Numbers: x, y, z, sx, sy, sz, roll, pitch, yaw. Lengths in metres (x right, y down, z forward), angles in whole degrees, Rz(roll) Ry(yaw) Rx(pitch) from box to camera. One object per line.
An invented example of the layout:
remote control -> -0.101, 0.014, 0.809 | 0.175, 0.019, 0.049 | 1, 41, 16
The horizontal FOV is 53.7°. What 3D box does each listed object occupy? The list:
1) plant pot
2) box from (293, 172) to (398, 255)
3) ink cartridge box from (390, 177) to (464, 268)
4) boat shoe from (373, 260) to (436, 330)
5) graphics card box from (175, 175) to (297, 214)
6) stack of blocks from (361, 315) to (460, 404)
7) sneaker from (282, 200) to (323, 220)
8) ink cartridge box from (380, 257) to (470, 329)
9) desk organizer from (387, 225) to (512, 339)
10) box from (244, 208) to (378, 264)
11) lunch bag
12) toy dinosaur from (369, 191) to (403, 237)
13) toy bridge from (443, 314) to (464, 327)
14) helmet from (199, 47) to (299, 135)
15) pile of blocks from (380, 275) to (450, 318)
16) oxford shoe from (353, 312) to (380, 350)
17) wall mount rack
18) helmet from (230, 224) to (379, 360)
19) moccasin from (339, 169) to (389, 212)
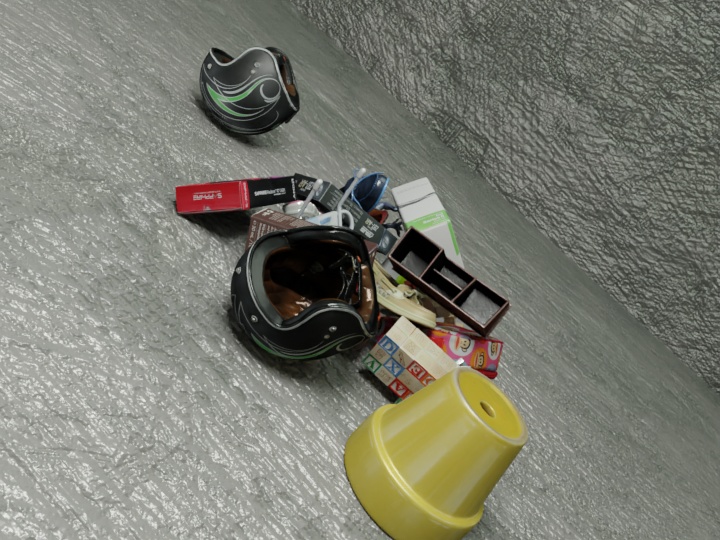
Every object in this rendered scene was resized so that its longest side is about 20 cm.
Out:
plant pot -> 0.111, 0.237, 0.946 | 0.201, 0.189, 0.201 | 34, 23, -17
box -> -0.040, -0.115, 1.435 | 0.200, 0.044, 0.160 | 37, -6, -34
ink cartridge box -> 0.134, -0.074, 1.408 | 0.200, 0.084, 0.146 | -104, 174, -57
boat shoe -> 0.054, 0.033, 1.173 | 0.200, 0.063, 0.073 | 32, -2, 37
graphics card box -> -0.205, -0.130, 1.209 | 0.200, 0.125, 0.051 | -22, 108, -66
stack of blocks -> 0.100, 0.181, 1.117 | 0.200, 0.115, 0.059 | 42, 43, 4
sneaker -> -0.093, -0.065, 1.342 | 0.200, 0.074, 0.088 | 36, 50, -70
ink cartridge box -> 0.146, 0.052, 1.497 | 0.200, 0.084, 0.145 | 21, 30, -40
desk organizer -> 0.142, 0.017, 1.149 | 0.200, 0.072, 0.077 | 37, -5, 18
box -> -0.083, -0.019, 1.135 | 0.200, 0.100, 0.075 | 18, 20, 10
lunch bag -> 0.126, 0.127, 1.211 | 0.200, 0.082, 0.176 | 11, -3, 40
toy dinosaur -> 0.015, -0.136, 1.566 | 0.181, 0.105, 0.200 | 10, -5, 25
toy bridge -> 0.183, 0.132, 1.362 | 0.200, 0.027, 0.067 | 64, 33, -52
helmet -> -0.245, -0.392, 1.530 | 0.200, 0.190, 0.201 | -15, 90, -80
pile of blocks -> 0.097, 0.037, 1.322 | 0.200, 0.082, 0.062 | 10, -54, 52
oxford shoe -> -0.037, 0.066, 1.206 | 0.071, 0.073, 0.200 | 12, 16, -27
wall mount rack -> -0.053, -0.086, 1.243 | 0.074, 0.174, 0.200 | 11, 22, 36
helmet -> -0.082, 0.035, 1.006 | 0.200, 0.190, 0.201 | -8, 90, -78
moccasin -> -0.005, -0.154, 1.436 | 0.068, 0.081, 0.200 | 30, -19, -13
